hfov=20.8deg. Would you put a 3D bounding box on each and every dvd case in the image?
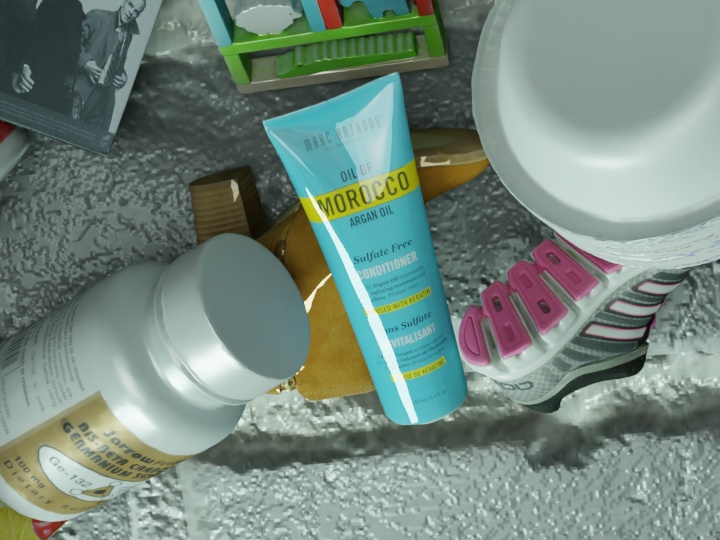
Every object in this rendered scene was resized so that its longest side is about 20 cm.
[{"bbox_3d":[-0.176,-0.182,1.108,0.150,0.025,0.201,20,90,-32],"label":"dvd case"}]

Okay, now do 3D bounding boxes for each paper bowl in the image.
[{"bbox_3d":[0.155,-0.109,1.051,0.199,0.104,0.202,-8,72,26],"label":"paper bowl"}]

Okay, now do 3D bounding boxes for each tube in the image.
[{"bbox_3d":[0.011,-0.009,1.092,0.077,0.050,0.201,-22,117,-6],"label":"tube"}]

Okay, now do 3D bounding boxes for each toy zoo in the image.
[{"bbox_3d":[-0.031,-0.172,1.079,0.130,0.200,0.021,-7,57,9],"label":"toy zoo"}]

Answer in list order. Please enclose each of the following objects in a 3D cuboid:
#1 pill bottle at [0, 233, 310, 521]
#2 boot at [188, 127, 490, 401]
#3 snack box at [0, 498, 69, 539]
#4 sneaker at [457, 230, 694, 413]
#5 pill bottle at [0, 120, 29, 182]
[{"bbox_3d":[-0.129,0.060,1.132,0.199,0.114,0.115,-29,96,33],"label":"pill bottle"},{"bbox_3d":[-0.001,0.000,1.156,0.200,0.071,0.145,-10,105,20],"label":"boot"},{"bbox_3d":[-0.272,0.123,1.149,0.068,0.200,0.169,-33,94,35],"label":"snack box"},{"bbox_3d":[0.149,0.010,1.133,0.199,0.074,0.088,-38,137,-6],"label":"sneaker"},{"bbox_3d":[-0.303,-0.098,1.146,0.200,0.114,0.114,39,104,-8],"label":"pill bottle"}]
